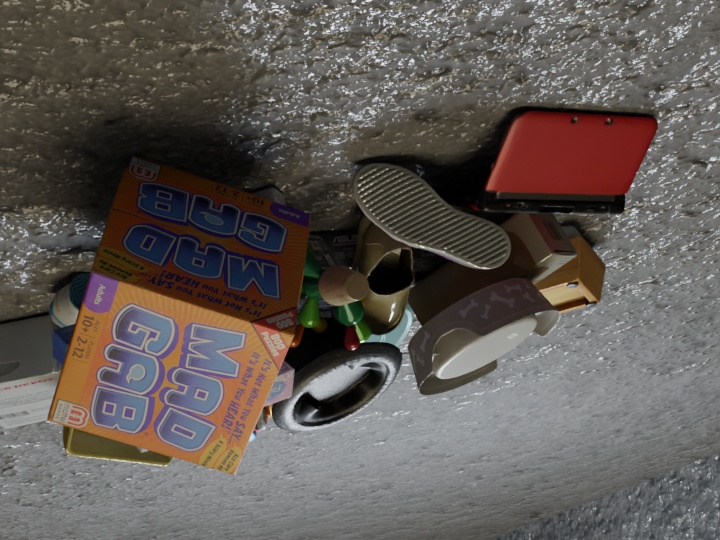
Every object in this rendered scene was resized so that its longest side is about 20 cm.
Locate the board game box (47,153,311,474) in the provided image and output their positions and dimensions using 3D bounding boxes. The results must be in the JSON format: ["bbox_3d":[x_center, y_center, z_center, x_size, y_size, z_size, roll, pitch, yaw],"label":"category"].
[{"bbox_3d":[-0.180,0.044,1.395,0.198,0.201,0.201,18,126,-9],"label":"board game box"}]

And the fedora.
[{"bbox_3d":[-0.043,0.119,1.740,0.199,0.092,0.201,-25,155,-13],"label":"fedora"}]

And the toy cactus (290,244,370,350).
[{"bbox_3d":[-0.050,0.020,1.586,0.102,0.201,0.165,-41,-162,-21],"label":"toy cactus"}]

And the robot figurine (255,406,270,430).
[{"bbox_3d":[-0.150,0.100,1.707,0.058,0.202,0.145,-8,-171,-9],"label":"robot figurine"}]

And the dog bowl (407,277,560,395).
[{"bbox_3d":[0.147,0.079,1.703,0.199,0.059,0.200,-26,163,-9],"label":"dog bowl"}]

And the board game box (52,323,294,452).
[{"bbox_3d":[-0.211,0.104,1.551,0.199,0.199,0.044,-18,130,-36],"label":"board game box"}]

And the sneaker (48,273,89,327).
[{"bbox_3d":[-0.293,0.071,1.728,0.199,0.077,0.080,32,142,-27],"label":"sneaker"}]

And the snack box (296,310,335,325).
[{"bbox_3d":[-0.073,0.102,1.994,0.141,0.054,0.200,-15,158,14],"label":"snack box"}]

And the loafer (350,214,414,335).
[{"bbox_3d":[0.025,0.013,1.660,0.075,0.068,0.201,-11,136,-10],"label":"loafer"}]

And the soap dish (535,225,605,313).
[{"bbox_3d":[0.227,0.017,1.884,0.198,0.082,0.157,-16,159,18],"label":"soap dish"}]

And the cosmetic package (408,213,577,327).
[{"bbox_3d":[0.164,0.005,1.745,0.199,0.072,0.105,-37,164,24],"label":"cosmetic package"}]

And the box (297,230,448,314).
[{"bbox_3d":[0.000,0.000,1.765,0.198,0.050,0.158,-6,159,-16],"label":"box"}]

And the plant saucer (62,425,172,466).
[{"bbox_3d":[-0.315,0.149,1.833,0.048,0.202,0.199,6,173,36],"label":"plant saucer"}]

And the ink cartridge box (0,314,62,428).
[{"bbox_3d":[-0.445,0.137,1.848,0.144,0.085,0.200,-11,160,1],"label":"ink cartridge box"}]

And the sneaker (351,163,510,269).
[{"bbox_3d":[0.066,-0.059,1.579,0.199,0.073,0.114,31,178,-16],"label":"sneaker"}]

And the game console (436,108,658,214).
[{"bbox_3d":[0.211,-0.126,1.586,0.198,0.120,0.172,0,-172,-27],"label":"game console"}]

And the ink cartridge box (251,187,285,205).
[{"bbox_3d":[-0.171,-0.008,1.552,0.198,0.121,0.042,-15,162,13],"label":"ink cartridge box"}]

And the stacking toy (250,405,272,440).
[{"bbox_3d":[-0.099,0.132,1.838,0.199,0.110,0.116,-28,152,1],"label":"stacking toy"}]

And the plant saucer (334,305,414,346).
[{"bbox_3d":[0.004,0.100,1.941,0.199,0.027,0.201,-33,154,-18],"label":"plant saucer"}]
